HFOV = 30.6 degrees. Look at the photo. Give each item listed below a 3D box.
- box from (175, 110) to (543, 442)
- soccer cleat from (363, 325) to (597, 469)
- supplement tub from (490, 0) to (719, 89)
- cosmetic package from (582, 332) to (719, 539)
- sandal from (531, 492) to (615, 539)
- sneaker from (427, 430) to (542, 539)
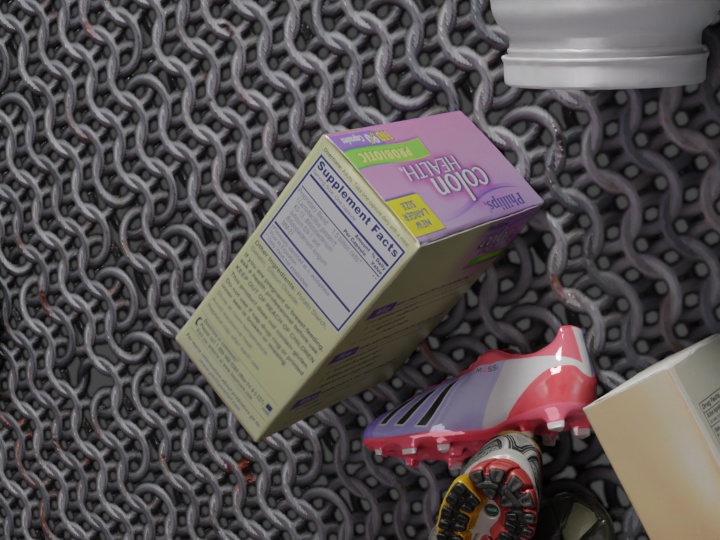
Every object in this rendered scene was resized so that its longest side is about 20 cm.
[{"bbox_3d":[0.000,0.000,0.910,0.097,0.175,0.200,49,123,15],"label":"box"},{"bbox_3d":[0.084,0.095,0.952,0.199,0.066,0.077,-18,60,41],"label":"soccer cleat"},{"bbox_3d":[0.146,-0.214,0.786,0.139,0.140,0.202,6,104,33],"label":"supplement tub"},{"bbox_3d":[0.231,0.150,0.829,0.071,0.105,0.201,-32,80,35],"label":"cosmetic package"},{"bbox_3d":[0.104,0.231,0.967,0.200,0.057,0.080,-33,75,20],"label":"sandal"},{"bbox_3d":[0.081,0.196,0.906,0.077,0.082,0.201,28,122,8],"label":"sneaker"}]
